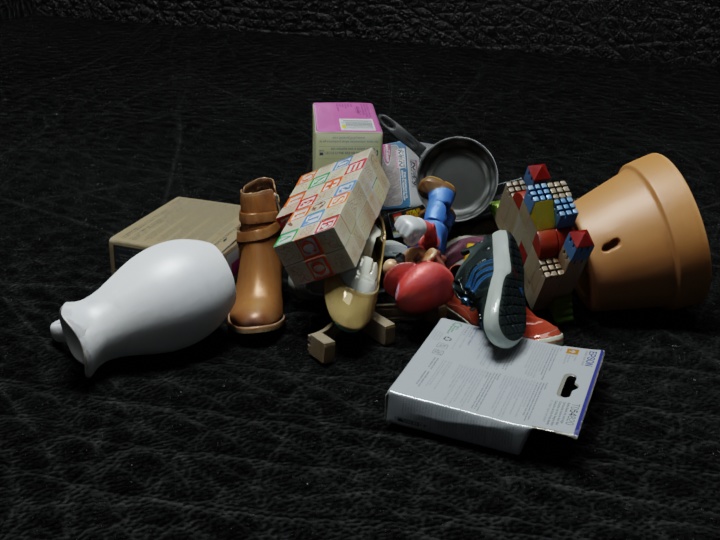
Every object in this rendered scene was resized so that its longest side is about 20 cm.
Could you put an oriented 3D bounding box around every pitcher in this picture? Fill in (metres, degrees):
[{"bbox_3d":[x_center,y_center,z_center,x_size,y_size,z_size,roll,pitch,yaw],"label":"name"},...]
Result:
[{"bbox_3d":[-0.259,0.040,1.107,0.197,0.124,0.170,-25,17,-28],"label":"pitcher"}]

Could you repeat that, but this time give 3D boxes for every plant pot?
[{"bbox_3d":[0.344,-0.035,1.230,0.137,0.204,0.201,-16,24,-2],"label":"plant pot"}]

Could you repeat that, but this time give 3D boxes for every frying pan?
[{"bbox_3d":[0.098,-0.134,1.300,0.186,0.117,0.031,17,-3,14],"label":"frying pan"}]

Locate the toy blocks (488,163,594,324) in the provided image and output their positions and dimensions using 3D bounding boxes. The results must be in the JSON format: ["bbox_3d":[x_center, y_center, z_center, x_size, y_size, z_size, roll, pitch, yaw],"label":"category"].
[{"bbox_3d":[0.231,-0.053,1.202,0.098,0.138,0.203,-9,56,-13],"label":"toy blocks"}]

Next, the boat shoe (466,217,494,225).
[{"bbox_3d":[0.216,-0.078,1.479,0.195,0.074,0.065,-7,-15,10],"label":"boat shoe"}]

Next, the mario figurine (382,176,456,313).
[{"bbox_3d":[0.066,-0.030,1.191,0.105,0.124,0.202,-25,30,32],"label":"mario figurine"}]

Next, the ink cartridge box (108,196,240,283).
[{"bbox_3d":[-0.227,-0.032,1.313,0.161,0.077,0.200,10,23,16],"label":"ink cartridge box"}]

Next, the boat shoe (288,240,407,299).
[{"bbox_3d":[0.000,0.001,1.257,0.198,0.072,0.071,-11,22,-34],"label":"boat shoe"}]

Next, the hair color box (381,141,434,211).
[{"bbox_3d":[0.097,-0.146,1.499,0.059,0.103,0.199,-5,0,30],"label":"hair color box"}]

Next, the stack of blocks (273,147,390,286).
[{"bbox_3d":[-0.042,-0.065,1.179,0.113,0.059,0.201,-18,26,25],"label":"stack of blocks"}]

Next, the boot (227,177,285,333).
[{"bbox_3d":[-0.131,-0.020,1.184,0.072,0.158,0.201,-1,22,-3],"label":"boot"}]

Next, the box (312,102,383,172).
[{"bbox_3d":[-0.022,-0.126,1.386,0.094,0.204,0.177,0,22,-4],"label":"box"}]

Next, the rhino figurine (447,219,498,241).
[{"bbox_3d":[0.157,-0.039,1.372,0.196,0.061,0.087,-10,6,-24],"label":"rhino figurine"}]

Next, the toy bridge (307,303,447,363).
[{"bbox_3d":[0.017,0.066,1.159,0.197,0.028,0.067,-15,27,-35],"label":"toy bridge"}]

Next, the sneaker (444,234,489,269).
[{"bbox_3d":[0.188,-0.006,1.283,0.197,0.077,0.090,-14,26,-29],"label":"sneaker"}]

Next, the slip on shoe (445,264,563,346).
[{"bbox_3d":[0.169,0.048,1.169,0.073,0.063,0.199,-12,27,-34],"label":"slip on shoe"}]

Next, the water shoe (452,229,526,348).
[{"bbox_3d":[0.148,0.030,1.105,0.078,0.072,0.201,-21,25,23],"label":"water shoe"}]

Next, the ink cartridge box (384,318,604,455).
[{"bbox_3d":[0.149,0.123,1.011,0.196,0.041,0.199,11,24,20],"label":"ink cartridge box"}]

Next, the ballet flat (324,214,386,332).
[{"bbox_3d":[-0.003,-0.007,1.159,0.067,0.064,0.202,20,34,-8],"label":"ballet flat"}]

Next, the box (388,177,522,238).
[{"bbox_3d":[0.146,-0.088,1.389,0.196,0.041,0.137,-14,-2,10],"label":"box"}]
